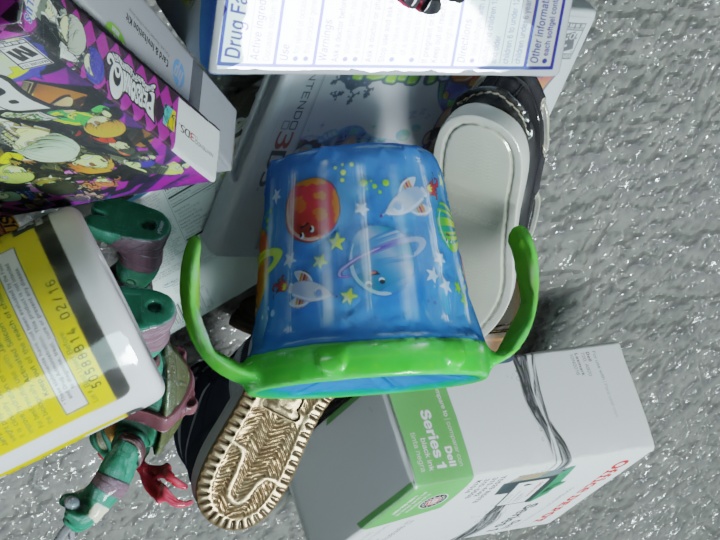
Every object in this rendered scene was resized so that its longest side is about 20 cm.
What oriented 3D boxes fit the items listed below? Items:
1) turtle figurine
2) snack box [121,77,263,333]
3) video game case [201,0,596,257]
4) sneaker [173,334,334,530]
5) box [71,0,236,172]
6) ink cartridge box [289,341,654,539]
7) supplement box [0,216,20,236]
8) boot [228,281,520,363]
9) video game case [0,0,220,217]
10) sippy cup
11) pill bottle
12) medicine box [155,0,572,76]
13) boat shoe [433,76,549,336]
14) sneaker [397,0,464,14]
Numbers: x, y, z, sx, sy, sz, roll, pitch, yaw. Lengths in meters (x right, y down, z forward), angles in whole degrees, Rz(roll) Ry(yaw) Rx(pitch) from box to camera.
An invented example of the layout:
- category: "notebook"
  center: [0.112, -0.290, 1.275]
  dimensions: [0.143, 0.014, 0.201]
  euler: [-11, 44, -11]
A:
- category: "turtle figurine"
  center: [-0.143, 0.063, 1.450]
  dimensions: [0.100, 0.150, 0.200]
  euler: [-10, 140, -25]
- category: "snack box"
  center: [-0.051, -0.056, 1.495]
  dimensions: [0.200, 0.037, 0.116]
  euler: [-30, 139, -9]
- category: "video game case"
  center: [0.023, -0.084, 1.476]
  dimensions: [0.200, 0.024, 0.182]
  euler: [1, 125, -36]
- category: "sneaker"
  center: [-0.045, 0.052, 1.519]
  dimensions: [0.070, 0.108, 0.200]
  euler: [33, 92, -19]
- category: "box"
  center: [-0.170, -0.100, 1.277]
  dimensions: [0.156, 0.041, 0.200]
  euler: [-6, 153, 18]
- category: "ink cartridge box"
  center: [0.072, 0.120, 1.690]
  dimensions: [0.200, 0.084, 0.146]
  euler: [-6, 157, -33]
- category: "supplement box"
  center: [-0.281, 0.029, 1.366]
  dimensions: [0.200, 0.086, 0.111]
  euler: [-11, 135, -29]
- category: "boot"
  center: [0.014, 0.003, 1.600]
  dimensions: [0.200, 0.075, 0.097]
  euler: [3, 103, -30]
- category: "video game case"
  center: [-0.198, -0.077, 1.237]
  dimensions: [0.200, 0.036, 0.181]
  euler: [-8, 155, 24]
- category: "sippy cup"
  center: [0.000, 0.000, 1.403]
  dimensions: [0.139, 0.131, 0.178]
  euler: [-9, 171, 40]
- category: "pill bottle"
  center: [-0.209, 0.058, 1.285]
  dimensions: [0.200, 0.111, 0.111]
  euler: [-26, 140, -5]
- category: "medicine box"
  center: [0.011, -0.201, 1.295]
  dimensions: [0.200, 0.103, 0.183]
  euler: [-1, 117, -21]
- category: "boat shoe"
  center: [0.068, -0.037, 1.487]
  dimensions: [0.200, 0.074, 0.060]
  euler: [96, 21, -47]
- category: "sneaker"
  center: [0.065, -0.215, 1.209]
  dimensions: [0.200, 0.075, 0.081]
  euler: [-44, 142, -11]
